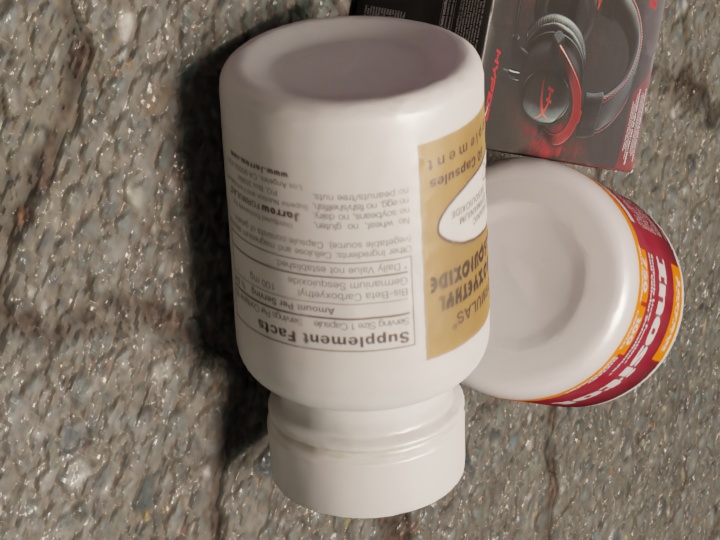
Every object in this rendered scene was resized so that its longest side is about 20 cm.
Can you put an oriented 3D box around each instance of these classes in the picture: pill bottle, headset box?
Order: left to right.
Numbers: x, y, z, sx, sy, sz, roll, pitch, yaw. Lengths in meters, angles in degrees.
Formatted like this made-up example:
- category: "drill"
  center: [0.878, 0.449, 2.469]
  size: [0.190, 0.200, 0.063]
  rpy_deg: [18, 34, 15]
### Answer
- category: "pill bottle"
  center: [0.000, 0.000, 1.241]
  size: [0.114, 0.114, 0.201]
  rpy_deg: [-35, 131, -48]
- category: "headset box"
  center: [0.081, -0.130, 1.363]
  size: [0.200, 0.075, 0.150]
  rpy_deg: [6, 97, -59]
- category: "pill bottle"
  center: [0.097, 0.010, 1.391]
  size: [0.200, 0.112, 0.114]
  rpy_deg: [13, 91, -74]
